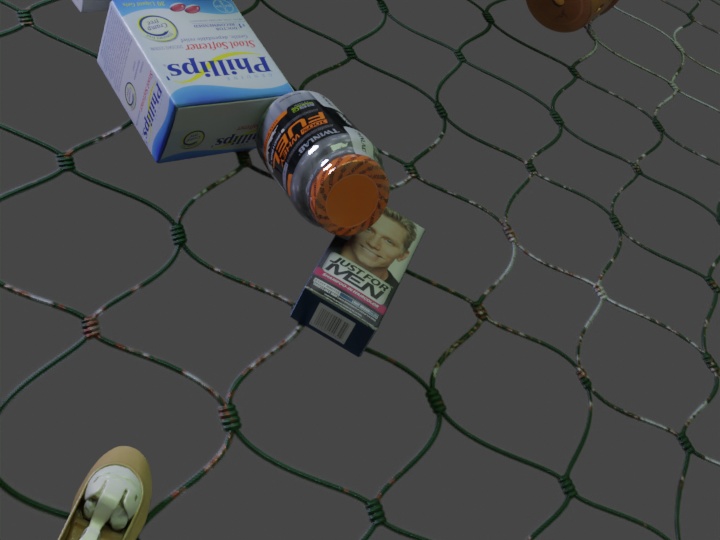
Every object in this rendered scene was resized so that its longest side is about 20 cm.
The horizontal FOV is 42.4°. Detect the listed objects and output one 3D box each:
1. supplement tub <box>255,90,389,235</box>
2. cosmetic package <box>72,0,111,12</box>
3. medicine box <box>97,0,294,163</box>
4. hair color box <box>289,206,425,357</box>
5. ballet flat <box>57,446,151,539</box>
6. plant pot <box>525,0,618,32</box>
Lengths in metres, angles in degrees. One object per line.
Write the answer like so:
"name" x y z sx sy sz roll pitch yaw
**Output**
"supplement tub" -0.046 -0.132 1.140 0.121 0.124 0.200 1 29 -28
"cosmetic package" -0.312 -0.485 1.298 0.198 0.200 0.123 -21 63 -39
"medicine box" -0.217 -0.254 1.216 0.180 0.103 0.201 -15 59 -37
"hair color box" 0.000 0.000 1.139 0.099 0.061 0.201 30 43 -2
"ballet flat" -0.227 0.228 0.808 0.068 0.063 0.202 24 44 -8
"plant pot" 0.405 -0.555 1.778 0.199 0.201 0.141 34 59 3
